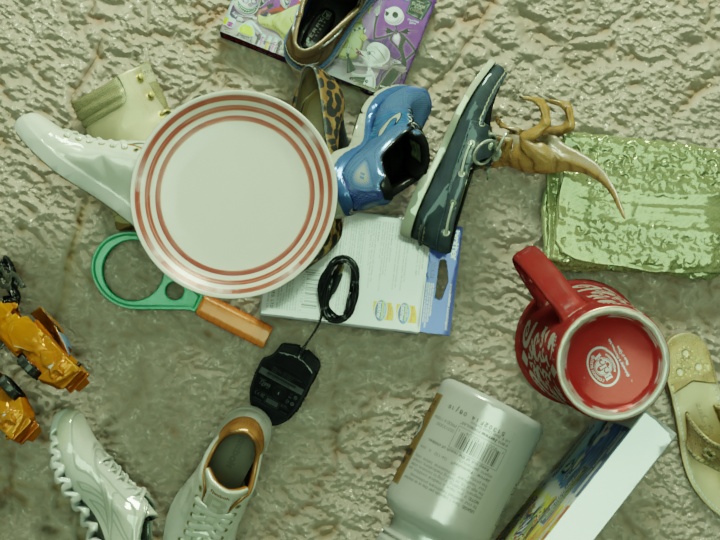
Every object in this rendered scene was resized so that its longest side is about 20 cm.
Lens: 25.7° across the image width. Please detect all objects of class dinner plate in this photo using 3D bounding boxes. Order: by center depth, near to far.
[{"bbox_3d":[-0.120,-0.072,1.504,0.200,0.024,0.201,0,84,4],"label":"dinner plate"}]

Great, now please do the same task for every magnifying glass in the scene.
[{"bbox_3d":[-0.184,0.025,1.626,0.200,0.022,0.080,27,86,-2],"label":"magnifying glass"}]

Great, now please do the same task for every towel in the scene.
[{"bbox_3d":[0.288,-0.067,1.642,0.200,0.036,0.149,3,86,0],"label":"towel"}]

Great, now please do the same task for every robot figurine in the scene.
[{"bbox_3d":[-0.371,0.073,1.575,0.145,0.058,0.200,-45,69,-3],"label":"robot figurine"}]

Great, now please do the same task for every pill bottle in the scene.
[{"bbox_3d":[0.091,0.220,1.580,0.114,0.114,0.200,27,86,-1],"label":"pill bottle"}]

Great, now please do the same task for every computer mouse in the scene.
[{"bbox_3d":[-0.054,0.071,1.599,0.059,0.034,0.200,31,106,2],"label":"computer mouse"}]

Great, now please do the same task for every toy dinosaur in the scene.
[{"bbox_3d":[0.194,-0.123,1.618,0.200,0.060,0.106,12,98,26],"label":"toy dinosaur"}]

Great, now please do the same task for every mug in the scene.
[{"bbox_3d":[0.211,0.071,1.543,0.177,0.200,0.134,28,93,-3],"label":"mug"}]

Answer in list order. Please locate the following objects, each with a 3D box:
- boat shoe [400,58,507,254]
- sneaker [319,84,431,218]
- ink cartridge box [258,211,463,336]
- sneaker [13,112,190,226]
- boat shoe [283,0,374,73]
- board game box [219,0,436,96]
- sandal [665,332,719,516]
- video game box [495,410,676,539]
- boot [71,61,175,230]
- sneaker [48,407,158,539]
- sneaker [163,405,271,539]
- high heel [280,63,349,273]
[{"bbox_3d":[0.106,-0.114,1.582,0.062,0.075,0.200,25,85,9],"label":"boat shoe"},{"bbox_3d":[0.037,-0.119,1.563,0.089,0.200,0.079,-2,127,28],"label":"sneaker"},{"bbox_3d":[0.000,0.000,1.625,0.200,0.042,0.120,7,86,1],"label":"ink cartridge box"},{"bbox_3d":[-0.242,-0.110,1.551,0.200,0.073,0.085,34,99,-3],"label":"sneaker"},{"bbox_3d":[-0.013,-0.293,1.598,0.072,0.072,0.200,24,85,0],"label":"boat shoe"},{"bbox_3d":[-0.034,-0.265,1.645,0.200,0.032,0.120,21,82,-1],"label":"board game box"},{"bbox_3d":[0.365,0.166,1.616,0.077,0.070,0.212,-21,88,-3],"label":"sandal"},{"bbox_3d":[0.215,0.220,1.551,0.047,0.182,0.200,39,86,1],"label":"video game box"},{"bbox_3d":[-0.182,-0.144,1.608,0.200,0.073,0.156,-22,88,6],"label":"boot"},{"bbox_3d":[-0.249,0.226,1.575,0.081,0.075,0.200,-24,86,16],"label":"sneaker"},{"bbox_3d":[-0.151,0.233,1.570,0.073,0.085,0.200,21,98,0],"label":"sneaker"},{"bbox_3d":[-0.059,-0.099,1.540,0.071,0.143,0.200,1,44,20],"label":"high heel"}]
